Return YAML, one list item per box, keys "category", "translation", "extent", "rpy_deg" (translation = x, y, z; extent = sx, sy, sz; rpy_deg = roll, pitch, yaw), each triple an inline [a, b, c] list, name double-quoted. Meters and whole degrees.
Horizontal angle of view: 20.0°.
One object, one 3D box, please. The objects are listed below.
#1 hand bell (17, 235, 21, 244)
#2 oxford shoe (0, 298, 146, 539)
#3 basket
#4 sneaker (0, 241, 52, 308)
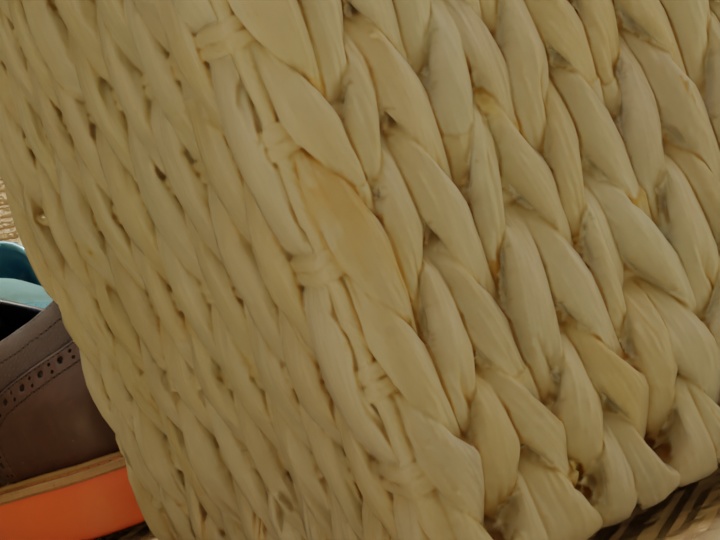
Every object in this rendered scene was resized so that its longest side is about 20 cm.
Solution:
- category: "hand bell"
  translation: [-0.118, -0.006, 1.366]
  extent: [0.198, 0.105, 0.104]
  rpy_deg: [-5, 7, 14]
- category: "oxford shoe"
  translation: [-0.119, 0.044, 0.590]
  extent: [0.199, 0.073, 0.071]
  rpy_deg: [-16, 5, 37]
- category: "basket"
  translation: [0.014, -0.050, 0.430]
  extent: [0.160, 0.202, 0.198]
  rpy_deg: [-26, 6, -22]
- category: "sneaker"
  translation: [-0.112, 0.027, 0.733]
  extent: [0.073, 0.083, 0.200]
  rpy_deg: [-18, 2, -8]
